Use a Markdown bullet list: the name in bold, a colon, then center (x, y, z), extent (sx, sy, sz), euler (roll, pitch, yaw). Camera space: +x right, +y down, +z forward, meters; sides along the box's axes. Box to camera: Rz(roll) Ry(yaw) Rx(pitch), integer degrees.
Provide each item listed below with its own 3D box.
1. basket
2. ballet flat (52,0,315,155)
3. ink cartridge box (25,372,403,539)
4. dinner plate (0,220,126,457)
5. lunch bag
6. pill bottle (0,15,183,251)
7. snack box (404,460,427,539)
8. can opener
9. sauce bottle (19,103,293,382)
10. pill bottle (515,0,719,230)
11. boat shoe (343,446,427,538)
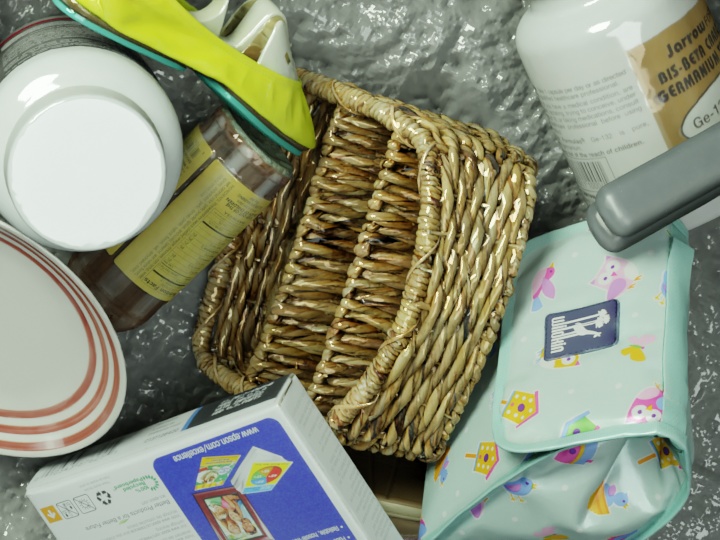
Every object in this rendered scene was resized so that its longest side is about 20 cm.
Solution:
- **basket**: center (0.000, 0.000, 1.271), extent (0.148, 0.143, 0.201), euler (17, 101, -17)
- **ballet flat**: center (-0.080, -0.130, 1.194), extent (0.200, 0.067, 0.067), euler (31, 100, -40)
- **ink cartridge box**: center (-0.070, 0.176, 1.287), extent (0.197, 0.047, 0.200), euler (-21, 112, 29)
- **dinner plate**: center (-0.224, 0.030, 1.243), extent (0.199, 0.024, 0.201), euler (13, 136, 13)
- **lunch bag**: center (0.125, 0.076, 1.264), extent (0.122, 0.171, 0.200), euler (24, 138, -17)
- **pill bottle**: center (-0.156, -0.073, 1.187), extent (0.110, 0.200, 0.111), euler (-3, 104, -11)
- **snack box**: center (0.003, 0.184, 1.384), extent (0.200, 0.024, 0.072), euler (-30, 108, -3)
- **can opener**: center (0.209, -0.085, 1.233), extent (0.200, 0.053, 0.067), euler (-29, 77, -14)
- **sauce bottle**: center (-0.128, -0.011, 1.276), extent (0.200, 0.065, 0.065), euler (-42, 109, 13)
- **pill bottle**: center (0.157, -0.128, 1.285), extent (0.114, 0.114, 0.200), euler (-28, 109, -3)
- **boat shoe**: center (-0.037, 0.145, 1.341), extent (0.199, 0.071, 0.065), euler (9, 111, 1)
